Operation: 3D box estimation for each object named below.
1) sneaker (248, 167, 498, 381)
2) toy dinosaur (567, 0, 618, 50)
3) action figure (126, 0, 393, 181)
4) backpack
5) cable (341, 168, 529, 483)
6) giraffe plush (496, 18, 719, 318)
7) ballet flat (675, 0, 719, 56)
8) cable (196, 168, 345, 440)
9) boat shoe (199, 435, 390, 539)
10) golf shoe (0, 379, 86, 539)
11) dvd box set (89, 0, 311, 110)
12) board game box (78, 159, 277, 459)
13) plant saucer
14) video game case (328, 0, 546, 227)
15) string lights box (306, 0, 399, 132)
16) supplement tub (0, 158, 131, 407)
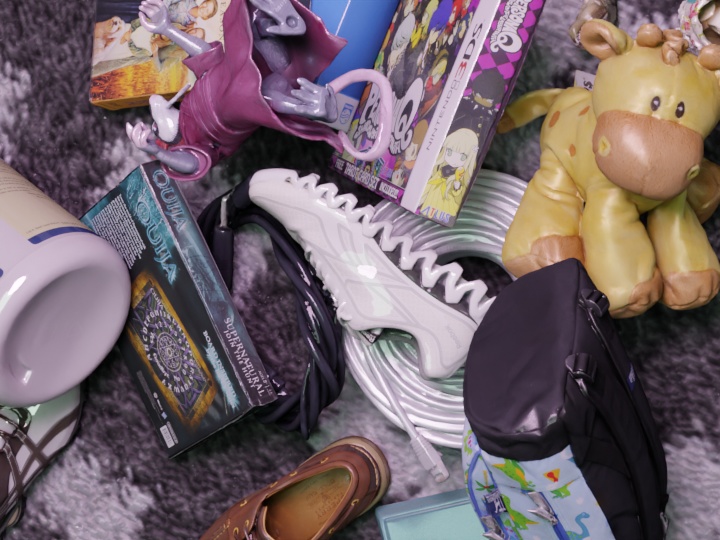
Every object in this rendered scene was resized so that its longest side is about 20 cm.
[{"bbox_3d":[0.000,0.000,1.122,0.200,0.075,0.081,34,86,6],"label":"sneaker"},{"bbox_3d":[0.177,-0.262,1.177,0.088,0.047,0.201,25,96,-1],"label":"toy dinosaur"},{"bbox_3d":[-0.083,-0.123,1.127,0.149,0.200,0.134,19,64,-25],"label":"action figure"},{"bbox_3d":[0.137,0.124,1.078,0.153,0.163,0.200,-25,121,29],"label":"backpack"},{"bbox_3d":[0.080,0.028,1.191,0.200,0.069,0.200,-43,78,11],"label":"cable"},{"bbox_3d":[0.189,-0.084,1.089,0.172,0.162,0.201,-4,69,-17],"label":"giraffe plush"},{"bbox_3d":[0.305,-0.133,1.133,0.200,0.064,0.076,32,97,12],"label":"ballet flat"},{"bbox_3d":[-0.075,0.032,1.212,0.163,0.051,0.201,-22,80,43],"label":"cable"},{"bbox_3d":[-0.068,0.197,1.229,0.200,0.068,0.072,-39,80,12],"label":"boat shoe"},{"bbox_3d":[-0.282,0.139,1.275,0.078,0.094,0.201,26,95,15],"label":"golf shoe"},{"bbox_3d":[-0.121,-0.201,1.219,0.199,0.029,0.147,-1,83,38],"label":"dvd box set"},{"bbox_3d":[-0.146,0.031,1.235,0.135,0.028,0.201,-32,81,49],"label":"board game box"},{"bbox_3d":[0.110,0.190,1.208,0.199,0.019,0.070,-15,86,14],"label":"plant saucer"},{"bbox_3d":[0.051,-0.135,1.141,0.036,0.200,0.182,20,96,-21],"label":"video game case"},{"bbox_3d":[-0.025,-0.216,1.207,0.103,0.059,0.201,26,97,36],"label":"string lights box"},{"bbox_3d":[-0.287,-0.005,1.235,0.200,0.145,0.145,35,99,29],"label":"supplement tub"}]
